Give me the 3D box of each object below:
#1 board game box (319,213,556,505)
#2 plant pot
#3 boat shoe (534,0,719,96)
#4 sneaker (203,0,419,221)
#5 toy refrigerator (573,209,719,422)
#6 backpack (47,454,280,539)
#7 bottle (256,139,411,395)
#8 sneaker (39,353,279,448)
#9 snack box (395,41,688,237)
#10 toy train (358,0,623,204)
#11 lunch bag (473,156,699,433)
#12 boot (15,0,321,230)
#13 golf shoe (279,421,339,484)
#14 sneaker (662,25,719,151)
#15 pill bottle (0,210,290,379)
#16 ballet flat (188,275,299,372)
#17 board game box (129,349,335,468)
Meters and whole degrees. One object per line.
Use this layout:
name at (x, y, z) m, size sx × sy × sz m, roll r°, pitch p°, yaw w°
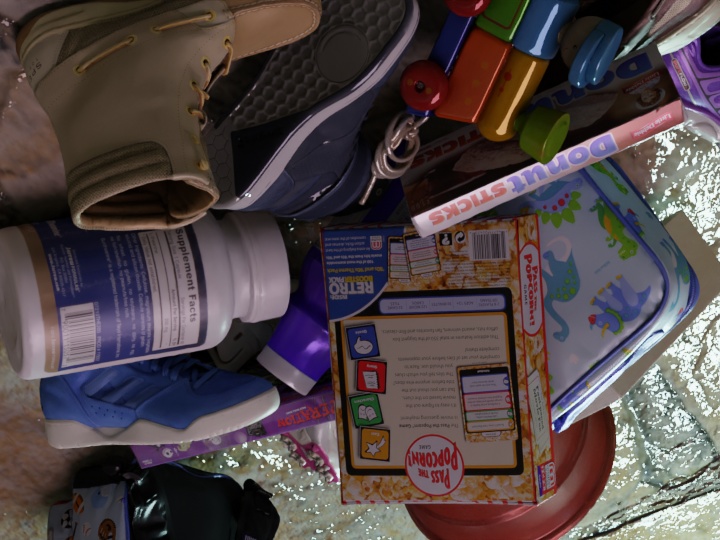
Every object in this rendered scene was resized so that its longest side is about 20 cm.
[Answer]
board game box at (0.054, 0.064, 1.553) m, size 0.151 × 0.200 × 0.046 m, roll -2°, pitch -175°, yaw 23°
plant pot at (0.089, 0.111, 1.841) m, size 0.200 × 0.201 × 0.195 m, roll -26°, pitch 142°, yaw 9°
boat shoe at (0.163, -0.163, 1.557) m, size 0.202 × 0.075 × 0.075 m, roll -41°, pitch 137°, yaw 16°
sneaker at (-0.009, -0.113, 1.526) m, size 0.202 × 0.077 × 0.146 m, roll -44°, pitch 152°, yaw 20°
toy refrigerator at (0.214, 0.037, 1.790) m, size 0.070 × 0.076 × 0.200 m, roll -32°, pitch -174°, yaw 45°
backpack at (-0.181, 0.269, 1.914) m, size 0.154 × 0.191 × 0.200 m, roll -22°, pitch 154°, yaw 36°
bottle at (0.000, 0.000, 1.639) m, size 0.200 × 0.065 × 0.084 m, roll -54°, pitch 138°, yaw 0°
sneaker at (-0.159, 0.069, 1.649) m, size 0.200 × 0.111 × 0.077 m, roll -6°, pitch -171°, yaw 30°
snack box at (0.123, -0.090, 1.517) m, size 0.200 × 0.072 × 0.024 m, roll -24°, pitch 128°, yaw 8°
toy train at (0.088, -0.105, 1.480) m, size 0.085 × 0.116 × 0.200 m, roll -21°, pitch 139°, yaw -64°
lunch bag at (0.132, 0.022, 1.583) m, size 0.200 × 0.161 × 0.082 m, roll -45°, pitch 163°, yaw 23°
boot at (-0.103, -0.108, 1.389) m, size 0.200 × 0.156 × 0.073 m, roll -13°, pitch 149°, yaw -14°
golf shoe at (-0.034, 0.095, 1.861) m, size 0.092 × 0.075 × 0.200 m, roll -44°, pitch 149°, yaw -21°
sneaker at (0.282, -0.138, 1.659) m, size 0.200 × 0.081 × 0.083 m, roll 17°, pitch 127°, yaw -46°
pill bottle at (-0.158, 0.009, 1.587) m, size 0.200 × 0.111 × 0.111 m, roll -10°, pitch 148°, yaw -19°
ballet flat at (-0.129, 0.066, 1.744) m, size 0.200 × 0.062 × 0.067 m, roll -21°, pitch 150°, yaw -1°
board game box at (-0.072, 0.094, 1.718) m, size 0.200 × 0.032 × 0.120 m, roll -15°, pitch -163°, yaw 25°
